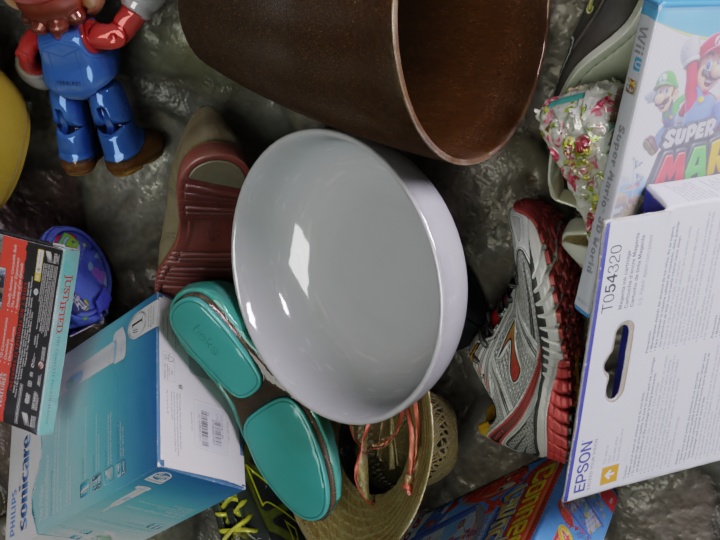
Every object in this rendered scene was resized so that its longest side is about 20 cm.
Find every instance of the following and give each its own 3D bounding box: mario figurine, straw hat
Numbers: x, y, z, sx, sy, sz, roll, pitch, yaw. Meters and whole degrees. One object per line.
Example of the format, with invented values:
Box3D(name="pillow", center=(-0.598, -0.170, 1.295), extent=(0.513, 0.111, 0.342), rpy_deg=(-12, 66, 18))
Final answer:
Box3D(name="mario figurine", center=(-0.197, -0.175, 0.935), extent=(0.123, 0.106, 0.200), rpy_deg=(-16, 123, -10))
Box3D(name="straw hat", center=(0.027, 0.127, 0.957), extent=(0.201, 0.085, 0.201), rpy_deg=(-10, 78, 56))

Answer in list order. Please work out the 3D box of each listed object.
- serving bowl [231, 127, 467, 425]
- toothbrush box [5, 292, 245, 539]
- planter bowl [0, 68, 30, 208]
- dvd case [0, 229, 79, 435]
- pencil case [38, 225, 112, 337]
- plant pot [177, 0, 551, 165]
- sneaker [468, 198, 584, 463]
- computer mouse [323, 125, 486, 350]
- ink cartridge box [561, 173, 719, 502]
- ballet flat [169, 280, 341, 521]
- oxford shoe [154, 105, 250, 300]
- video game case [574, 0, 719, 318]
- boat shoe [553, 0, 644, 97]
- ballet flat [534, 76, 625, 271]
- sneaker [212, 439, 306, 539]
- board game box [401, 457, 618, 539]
Box3D(name="serving bowl", center=(0.000, 0.000, 0.862), extent=(0.200, 0.066, 0.200), rpy_deg=(14, 110, 42))
Box3D(name="toothbrush box", center=(-0.188, 0.130, 0.998), extent=(0.200, 0.146, 0.085), rpy_deg=(-31, 140, 33))
Box3D(name="planter bowl", center=(-0.308, -0.097, 0.971), extent=(0.083, 0.200, 0.200), rpy_deg=(17, 129, -34))
Box3D(name="dvd case", center=(-0.306, 0.035, 1.005), extent=(0.200, 0.022, 0.146), rpy_deg=(12, 96, 32))
Box3D(name="pencil case", center=(-0.287, 0.040, 1.053), extent=(0.200, 0.078, 0.087), rpy_deg=(-29, 102, 30))
Box3D(name="plant pot", center=(-0.011, -0.170, 0.803), extent=(0.200, 0.187, 0.187), rpy_deg=(10, 117, 33))
Box3D(name="sneaker", center=(0.113, 0.046, 0.895), extent=(0.082, 0.078, 0.200), rpy_deg=(6, 115, 20))
Box3D(name="computer mouse", center=(-0.004, -0.011, 0.934), extent=(0.140, 0.046, 0.200), rpy_deg=(-21, 104, 27))
Box3D(name="ink cartridge box", center=(0.211, 0.036, 0.801), extent=(0.043, 0.200, 0.196), rpy_deg=(-135, 43, -53))
Box3D(name="ballet flat", center=(-0.065, 0.089, 0.948), extent=(0.067, 0.070, 0.200), rpy_deg=(-31, 94, 30))
Box3D(name="oxford shoe", center=(-0.117, -0.035, 0.968), extent=(0.070, 0.075, 0.200), rpy_deg=(4, 136, -17))
Box3D(name="video game case", center=(0.210, -0.070, 0.779), extent=(0.018, 0.143, 0.200), rpy_deg=(44, 134, 50))
Box3D(name="boat shoe", center=(0.174, -0.158, 0.786), extent=(0.072, 0.061, 0.201), rpy_deg=(7, 140, -22))
Box3D(name="ballet flat", center=(0.158, -0.041, 0.828), extent=(0.064, 0.076, 0.200), rpy_deg=(4, 133, 28))
Box3D(name="sneaker", center=(-0.087, 0.187, 1.036), extent=(0.074, 0.085, 0.200), rpy_deg=(-30, 99, 29))
Box3D(name="board game box", center=(0.074, 0.229, 0.924), extent=(0.196, 0.200, 0.056), rpy_deg=(-33, 97, 30))
